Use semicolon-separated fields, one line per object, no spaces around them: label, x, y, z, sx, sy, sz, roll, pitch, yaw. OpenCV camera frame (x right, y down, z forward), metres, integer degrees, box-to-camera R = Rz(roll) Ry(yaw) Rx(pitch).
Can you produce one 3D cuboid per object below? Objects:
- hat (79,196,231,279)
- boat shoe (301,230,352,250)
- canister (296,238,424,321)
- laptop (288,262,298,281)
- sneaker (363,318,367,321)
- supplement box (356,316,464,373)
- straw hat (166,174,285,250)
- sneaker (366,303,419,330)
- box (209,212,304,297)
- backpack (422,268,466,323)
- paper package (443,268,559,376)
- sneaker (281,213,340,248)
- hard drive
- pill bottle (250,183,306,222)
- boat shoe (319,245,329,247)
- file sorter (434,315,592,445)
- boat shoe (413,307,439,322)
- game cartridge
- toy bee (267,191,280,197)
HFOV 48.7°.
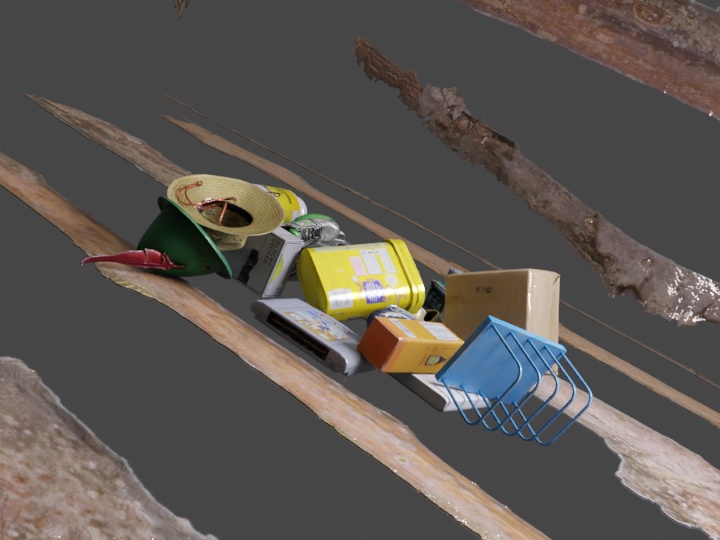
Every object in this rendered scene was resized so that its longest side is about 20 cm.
hat;-0.331;-0.005;1.260;0.165;0.176;0.200;15;-35;56
boat shoe;-0.085;-0.055;1.858;0.200;0.072;0.068;-1;49;-55
canister;-0.002;0.019;1.444;0.199;0.087;0.149;-5;57;-28
laptop;-0.120;-0.034;1.605;0.199;0.104;0.177;30;12;22
sneaker;0.020;0.049;1.582;0.080;0.084;0.200;24;13;-6
supplement box;0.086;0.123;1.292;0.199;0.067;0.069;12;23;-50
straw hat;-0.236;-0.081;1.360;0.200;0.085;0.201;14;31;-9
sneaker;0.054;0.098;1.368;0.085;0.077;0.200;42;7;32
box;-0.211;-0.047;1.444;0.199;0.117;0.060;32;13;25
backpack;0.246;0.096;1.712;0.177;0.151;0.200;20;17;-28
paper package;0.260;0.096;1.472;0.103;0.192;0.199;14;-14;-41
sneaker;-0.132;-0.073;1.727;0.199;0.079;0.085;-10;20;-27
hard drive;0.144;0.192;1.353;0.132;0.026;0.200;33;14;34
pill bottle;-0.208;-0.139;1.857;0.112;0.113;0.200;29;12;20
boat shoe;-0.032;-0.001;1.732;0.201;0.075;0.065;27;17;30
file sorter;0.250;0.186;1.270;0.199;0.139;0.123;22;28;-38
boat shoe;0.094;0.100;1.524;0.071;0.076;0.200;33;16;22
game cartridge;-0.069;0.102;1.288;0.199;0.042;0.133;31;17;24
toy bee;-0.262;-0.090;1.619;0.199;0.109;0.131;-1;23;-4
